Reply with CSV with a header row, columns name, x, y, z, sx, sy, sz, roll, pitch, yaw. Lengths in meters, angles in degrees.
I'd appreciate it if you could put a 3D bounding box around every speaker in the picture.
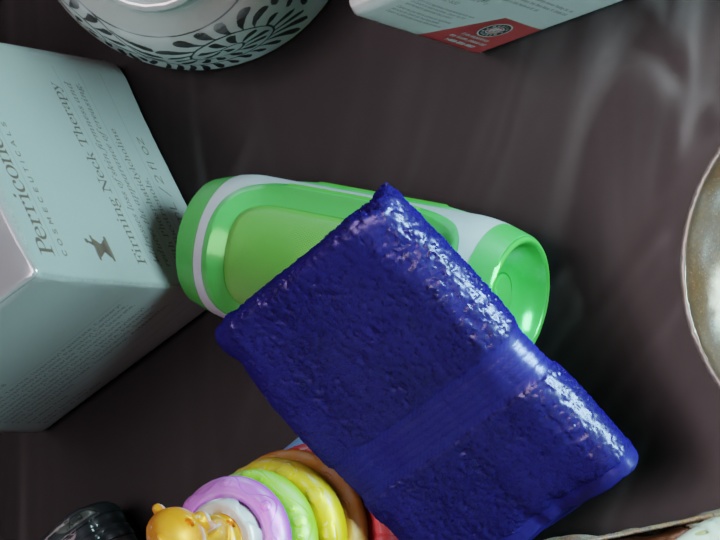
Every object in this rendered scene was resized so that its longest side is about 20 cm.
name,x,y,z,sx,sy,sz,roll,pitch,yaw
speaker,0.000,0.000,1.604,0.200,0.088,0.089,11,93,30

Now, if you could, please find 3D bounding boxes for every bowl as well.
name,x,y,z,sx,sy,sz,roll,pitch,yaw
bowl,-0.108,-0.198,1.626,0.201,0.094,0.201,3,109,10

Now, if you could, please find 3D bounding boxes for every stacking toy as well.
name,x,y,z,sx,sy,sz,roll,pitch,yaw
stacking toy,-0.055,0.144,1.560,0.110,0.200,0.116,-42,69,21

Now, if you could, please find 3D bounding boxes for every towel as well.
name,x,y,z,sx,sy,sz,roll,pitch,yaw
towel,0.035,0.062,1.534,0.200,0.050,0.148,47,122,-8

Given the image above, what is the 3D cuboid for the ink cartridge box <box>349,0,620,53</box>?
name,x,y,z,sx,sy,sz,roll,pitch,yaw
ink cartridge box,0.106,-0.191,1.519,0.200,0.147,0.083,-18,76,27

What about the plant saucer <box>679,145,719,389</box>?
name,x,y,z,sx,sy,sz,roll,pitch,yaw
plant saucer,0.261,-0.003,1.484,0.200,0.034,0.200,-2,87,30

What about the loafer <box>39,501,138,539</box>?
name,x,y,z,sx,sy,sz,roll,pitch,yaw
loafer,-0.196,0.226,1.712,0.200,0.073,0.072,-47,71,20

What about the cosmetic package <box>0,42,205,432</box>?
name,x,y,z,sx,sy,sz,roll,pitch,yaw
cosmetic package,-0.217,-0.017,1.662,0.166,0.200,0.167,-36,71,23

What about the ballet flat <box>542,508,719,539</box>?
name,x,y,z,sx,sy,sz,roll,pitch,yaw
ballet flat,0.158,0.161,1.514,0.200,0.067,0.068,-14,81,28
